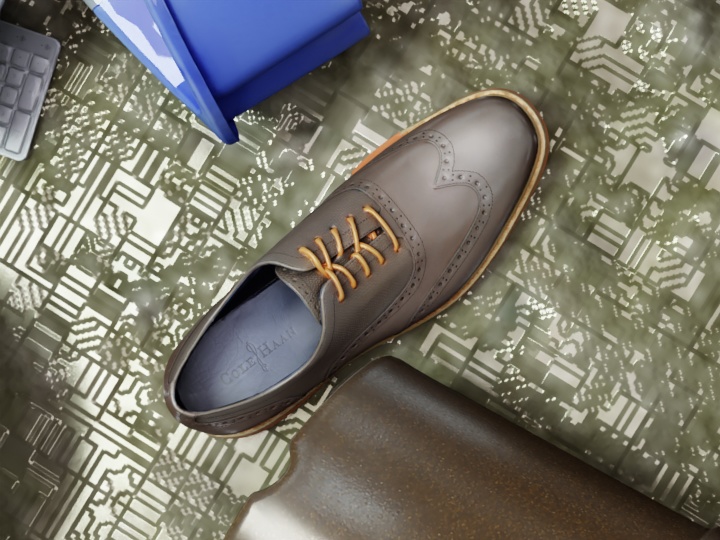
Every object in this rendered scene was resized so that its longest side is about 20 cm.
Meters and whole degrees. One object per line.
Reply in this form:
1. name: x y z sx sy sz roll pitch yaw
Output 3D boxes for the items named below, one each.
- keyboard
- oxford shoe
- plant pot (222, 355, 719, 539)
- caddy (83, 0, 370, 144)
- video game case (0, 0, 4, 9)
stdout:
1. keyboard: -0.232 -0.106 1.020 0.200 0.011 0.056 19 91 6
2. oxford shoe: 0.000 0.000 0.961 0.200 0.073 0.071 -44 84 3
3. plant pot: 0.050 0.146 0.904 0.198 0.200 0.200 34 93 14
4. caddy: -0.077 -0.151 0.939 0.105 0.141 0.200 -26 85 2
5. video game case: -0.186 -0.175 0.928 0.182 0.023 0.200 52 126 32
